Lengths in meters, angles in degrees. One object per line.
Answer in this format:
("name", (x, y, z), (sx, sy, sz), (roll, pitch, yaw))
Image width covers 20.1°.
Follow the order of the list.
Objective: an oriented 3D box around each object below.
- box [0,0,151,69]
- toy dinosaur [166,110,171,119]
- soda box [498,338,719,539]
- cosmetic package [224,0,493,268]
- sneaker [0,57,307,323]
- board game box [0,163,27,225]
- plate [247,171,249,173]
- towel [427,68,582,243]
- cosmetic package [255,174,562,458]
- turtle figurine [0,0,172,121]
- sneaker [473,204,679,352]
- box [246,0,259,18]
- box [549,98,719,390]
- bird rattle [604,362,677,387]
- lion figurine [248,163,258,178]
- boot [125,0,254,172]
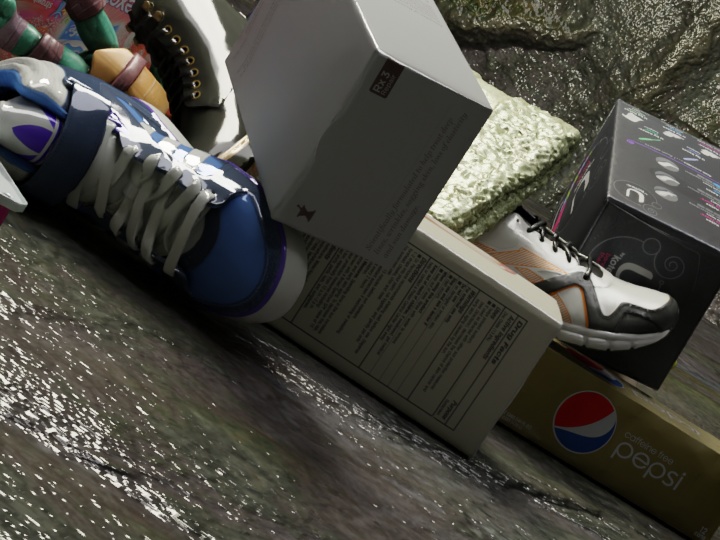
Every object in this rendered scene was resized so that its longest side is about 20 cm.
("box", (-0.230, -0.201, 1.503), (0.095, 0.103, 0.200), (38, 8, 25))
("toy dinosaur", (-0.088, -0.099, 1.670), (0.181, 0.105, 0.200), (42, 39, -1))
("soda box", (0.172, 0.110, 1.414), (0.199, 0.064, 0.068), (31, 8, -15))
("cosmetic package", (-0.006, -0.104, 1.139), (0.081, 0.113, 0.200), (23, 25, -25))
("sneaker", (-0.134, -0.045, 1.092), (0.146, 0.081, 0.200), (14, 23, -50))
("board game box", (-0.277, -0.101, 1.010), (0.199, 0.026, 0.200), (29, 9, -34))
("plate", (-0.045, -0.039, 1.557), (0.199, 0.026, 0.200), (34, 9, -6))
("towel", (0.052, -0.084, 1.365), (0.148, 0.037, 0.200), (30, 36, 21))
("cosmetic package", (0.013, 0.011, 1.231), (0.199, 0.104, 0.087), (35, 10, -2))
("turtle figurine", (-0.161, -0.129, 1.388), (0.200, 0.100, 0.150), (43, 47, -18))
("sneaker", (0.120, 0.001, 1.364), (0.198, 0.081, 0.074), (13, 12, -3))
("box", (-0.014, -0.146, 1.656), (0.198, 0.050, 0.201), (38, 41, -11))
("box", (0.203, -0.023, 1.498), (0.105, 0.123, 0.200), (25, 26, -3))
("bird rattle", (0.150, 0.044, 1.555), (0.199, 0.113, 0.163), (34, 25, -15))
("lion figurine", (0.015, -0.050, 1.496), (0.200, 0.122, 0.073), (48, 16, -28))
("boot", (-0.118, -0.116, 1.311), (0.138, 0.077, 0.200), (43, 34, -4))
